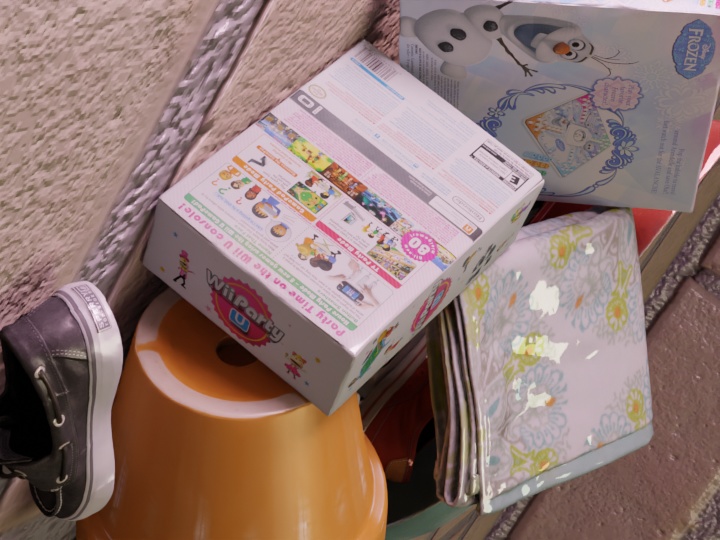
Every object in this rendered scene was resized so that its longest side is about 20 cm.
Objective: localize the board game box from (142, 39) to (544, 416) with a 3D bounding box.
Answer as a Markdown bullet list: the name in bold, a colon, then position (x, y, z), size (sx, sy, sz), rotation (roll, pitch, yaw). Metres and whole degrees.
- **board game box**: position (-0.007, -0.031, 1.036), size (0.200, 0.147, 0.064), rotation (-41, 163, -39)

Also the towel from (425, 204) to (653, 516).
- **towel**: position (0.122, 0.056, 1.161), size (0.200, 0.048, 0.172), rotation (-17, 108, -41)

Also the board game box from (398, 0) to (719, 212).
- **board game box**: position (0.125, -0.117, 1.118), size (0.200, 0.198, 0.044), rotation (87, 10, -56)

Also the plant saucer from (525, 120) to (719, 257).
- **plant saucer**: position (0.177, -0.041, 1.335), size (0.200, 0.037, 0.200), rotation (-51, -169, -8)

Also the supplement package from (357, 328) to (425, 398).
- **supplement package**: position (0.000, 0.000, 1.205), size (0.114, 0.109, 0.200), rotation (-50, 166, -11)

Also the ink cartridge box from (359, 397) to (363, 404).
- **ink cartridge box**: position (0.052, 0.126, 1.474), size (0.199, 0.085, 0.146), rotation (-17, -174, 12)

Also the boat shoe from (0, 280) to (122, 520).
- **boat shoe**: position (-0.174, 0.084, 0.955), size (0.066, 0.070, 0.200), rotation (-24, 156, -28)

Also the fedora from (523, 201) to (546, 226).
- **fedora**: position (0.115, -0.059, 1.465), size (0.201, 0.091, 0.201), rotation (-49, 165, -18)

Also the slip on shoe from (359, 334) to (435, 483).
- **slip on shoe**: position (0.064, 0.075, 1.239), size (0.200, 0.061, 0.074), rotation (-46, 163, -30)

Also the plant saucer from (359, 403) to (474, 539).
- **plant saucer**: position (0.042, 0.137, 1.263), size (0.200, 0.036, 0.200), rotation (-28, -159, 12)

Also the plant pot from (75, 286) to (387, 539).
- **plant pot**: position (-0.077, 0.106, 1.079), size (0.200, 0.200, 0.184), rotation (-41, 150, -39)
